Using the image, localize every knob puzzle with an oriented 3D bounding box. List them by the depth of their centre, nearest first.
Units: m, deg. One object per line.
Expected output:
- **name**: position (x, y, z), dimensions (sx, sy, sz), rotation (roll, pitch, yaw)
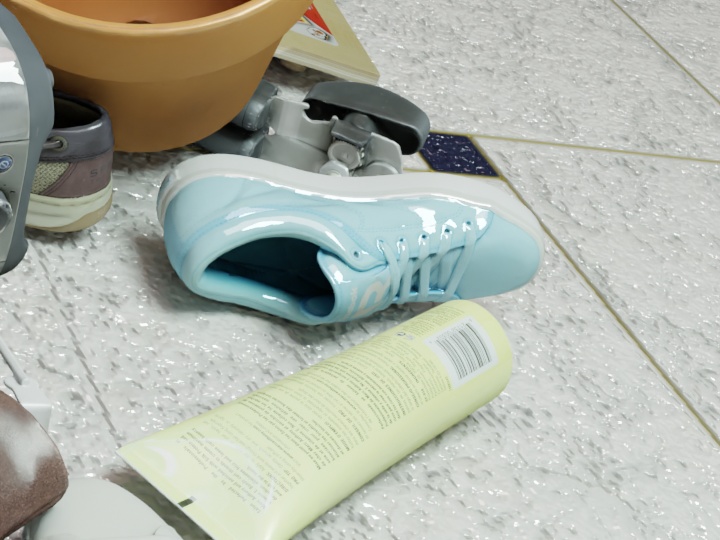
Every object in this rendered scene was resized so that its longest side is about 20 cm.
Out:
- **knob puzzle**: position (-0.101, -0.178, 1.081), dimensions (0.218, 0.031, 0.220), rotation (24, 24, -11)

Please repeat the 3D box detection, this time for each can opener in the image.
- **can opener**: position (-0.062, -0.090, 0.945), dimensions (0.198, 0.053, 0.067), rotation (21, 44, 4)

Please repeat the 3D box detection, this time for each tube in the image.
- **tube**: position (-0.010, 0.065, 0.731), dimensions (0.058, 0.052, 0.199), rotation (-11, 9, 41)

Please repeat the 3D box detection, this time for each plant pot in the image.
- **plant pot**: position (-0.111, -0.154, 0.859), dimensions (0.198, 0.141, 0.202), rotation (3, 58, -5)

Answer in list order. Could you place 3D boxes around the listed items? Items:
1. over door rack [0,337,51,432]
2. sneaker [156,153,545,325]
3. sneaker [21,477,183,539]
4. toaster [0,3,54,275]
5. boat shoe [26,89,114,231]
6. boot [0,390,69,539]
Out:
- **over door rack**: position (-0.213, 0.000, 0.678), dimensions (0.146, 0.067, 0.200), rotation (2, 34, -30)
- **sneaker**: position (0.000, 0.000, 0.828), dimensions (0.198, 0.074, 0.082), rotation (4, 41, -14)
- **sneaker**: position (-0.055, 0.119, 0.563), dimensions (0.072, 0.085, 0.200), rotation (-2, 33, -33)
- **toaster**: position (-0.210, -0.073, 0.624), dimensions (0.128, 0.114, 0.200), rotation (-13, 48, -38)
- **boat shoe**: position (-0.210, -0.078, 0.810), dimensions (0.198, 0.065, 0.072), rotation (18, 32, 0)
- **boot**: position (-0.213, 0.059, 0.556), dimensions (0.199, 0.073, 0.166), rotation (38, 40, 4)
